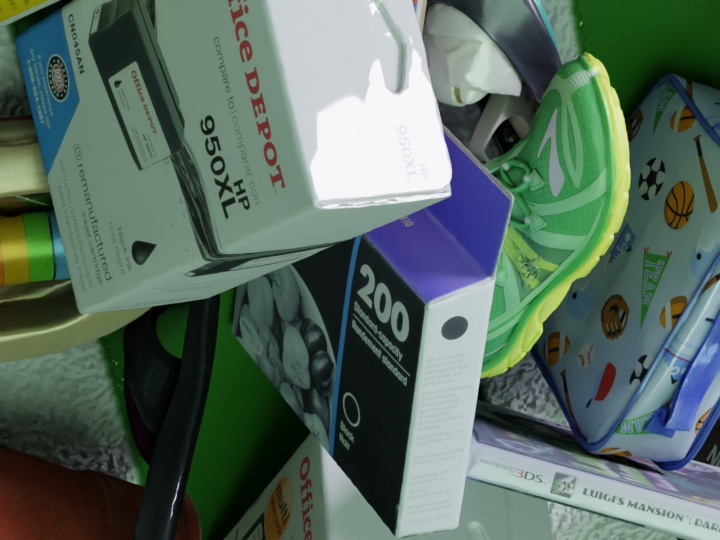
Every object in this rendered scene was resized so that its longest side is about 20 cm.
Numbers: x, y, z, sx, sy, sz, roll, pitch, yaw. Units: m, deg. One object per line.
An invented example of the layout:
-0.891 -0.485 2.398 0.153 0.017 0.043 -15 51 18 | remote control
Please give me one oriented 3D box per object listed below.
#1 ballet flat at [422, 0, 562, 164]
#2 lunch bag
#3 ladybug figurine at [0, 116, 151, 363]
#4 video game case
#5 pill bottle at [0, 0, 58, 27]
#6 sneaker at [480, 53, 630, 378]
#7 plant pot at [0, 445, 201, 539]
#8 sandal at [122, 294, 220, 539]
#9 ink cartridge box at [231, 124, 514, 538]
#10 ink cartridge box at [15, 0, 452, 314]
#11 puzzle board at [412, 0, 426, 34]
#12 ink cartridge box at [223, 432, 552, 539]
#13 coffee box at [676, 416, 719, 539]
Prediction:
0.075 -0.094 1.323 0.073 0.073 0.200 -30 124 3 | ballet flat
0.169 0.006 1.381 0.076 0.160 0.200 14 117 -26 | lunch bag
-0.180 -0.022 1.294 0.200 0.072 0.136 -5 124 -16 | ladybug figurine
0.134 0.110 1.391 0.182 0.200 0.023 16 94 -3 | video game case
-0.168 -0.171 1.172 0.200 0.109 0.109 -25 128 -2 | pill bottle
0.073 -0.022 1.287 0.084 0.074 0.200 7 129 -27 | sneaker
-0.220 0.169 1.348 0.195 0.201 0.201 27 111 -24 | plant pot
-0.105 0.065 1.317 0.048 0.200 0.075 11 149 0 | sandal
0.000 0.000 1.294 0.043 0.198 0.200 -9 126 -27 | ink cartridge box
-0.063 -0.074 1.176 0.084 0.145 0.200 -8 171 -40 | ink cartridge box
-0.022 -0.140 1.196 0.017 0.151 0.200 -7 114 -37 | puzzle board
0.003 0.205 1.430 0.145 0.147 0.200 13 139 -24 | ink cartridge box
0.295 0.158 1.561 0.200 0.113 0.080 13 118 -27 | coffee box
